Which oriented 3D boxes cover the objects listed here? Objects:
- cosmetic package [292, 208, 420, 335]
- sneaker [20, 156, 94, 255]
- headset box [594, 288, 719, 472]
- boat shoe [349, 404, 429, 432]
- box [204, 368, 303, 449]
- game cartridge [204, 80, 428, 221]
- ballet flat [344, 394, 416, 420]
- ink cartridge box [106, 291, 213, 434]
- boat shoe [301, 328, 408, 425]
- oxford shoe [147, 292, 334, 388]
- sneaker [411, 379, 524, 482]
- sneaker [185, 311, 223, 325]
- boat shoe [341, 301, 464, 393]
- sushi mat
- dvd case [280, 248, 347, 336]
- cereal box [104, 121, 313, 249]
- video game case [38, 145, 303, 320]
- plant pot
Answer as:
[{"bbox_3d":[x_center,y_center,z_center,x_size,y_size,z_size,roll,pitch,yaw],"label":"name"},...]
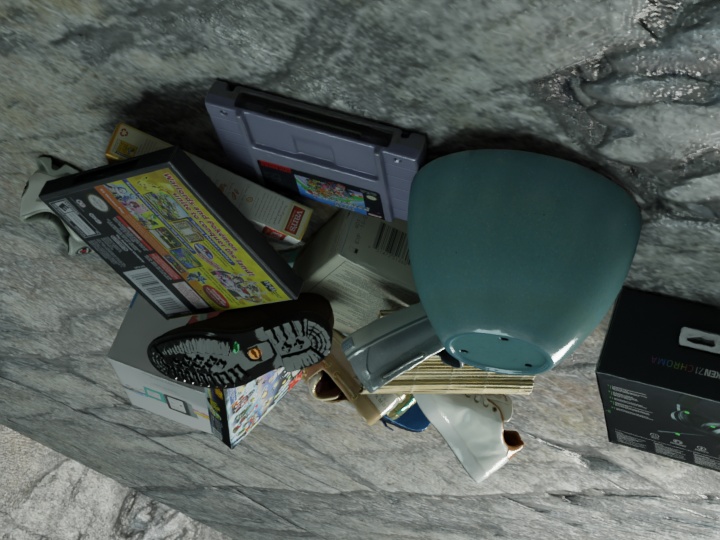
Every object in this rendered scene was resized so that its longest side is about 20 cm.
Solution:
[{"bbox_3d":[0.000,0.000,1.289,0.104,0.072,0.200,25,158,-14],"label":"cosmetic package"},{"bbox_3d":[-0.288,-0.045,1.440,0.198,0.089,0.074,23,157,-7],"label":"sneaker"},{"bbox_3d":[0.322,0.111,1.216,0.173,0.093,0.200,13,157,23],"label":"headset box"},{"bbox_3d":[0.005,0.137,1.622,0.199,0.084,0.069,38,155,4],"label":"boat shoe"},{"bbox_3d":[-0.123,0.118,1.509,0.040,0.137,0.201,37,156,16],"label":"box"},{"bbox_3d":[-0.034,-0.100,1.141,0.198,0.039,0.130,16,154,14],"label":"game cartridge"},{"bbox_3d":[-0.009,0.121,1.472,0.199,0.071,0.071,22,166,49],"label":"ballet flat"},{"bbox_3d":[-0.216,0.101,1.635,0.145,0.148,0.200,19,159,6],"label":"ink cartridge box"},{"bbox_3d":[-0.030,0.110,1.385,0.199,0.069,0.074,23,156,54],"label":"boat shoe"},{"bbox_3d":[-0.119,0.067,1.295,0.198,0.085,0.073,-9,122,12],"label":"oxford shoe"},{"bbox_3d":[0.107,0.133,1.357,0.200,0.084,0.073,53,-172,-32],"label":"sneaker"},{"bbox_3d":[-0.143,0.043,1.409,0.086,0.201,0.074,-18,126,3],"label":"sneaker"},{"bbox_3d":[0.079,0.060,1.210,0.072,0.199,0.070,66,160,6],"label":"boat shoe"},{"bbox_3d":[0.099,0.084,1.285,0.198,0.097,0.012,2,-156,-23],"label":"sushi mat"},{"bbox_3d":[-0.033,0.041,1.488,0.199,0.022,0.145,33,156,-28],"label":"dvd case"},{"bbox_3d":[-0.148,-0.079,1.242,0.199,0.040,0.144,25,175,-7],"label":"cereal box"},{"bbox_3d":[-0.179,-0.029,1.219,0.179,0.026,0.200,-9,136,37],"label":"video game case"},{"bbox_3d":[0.126,0.008,1.067,0.198,0.136,0.200,12,157,5],"label":"plant pot"}]
